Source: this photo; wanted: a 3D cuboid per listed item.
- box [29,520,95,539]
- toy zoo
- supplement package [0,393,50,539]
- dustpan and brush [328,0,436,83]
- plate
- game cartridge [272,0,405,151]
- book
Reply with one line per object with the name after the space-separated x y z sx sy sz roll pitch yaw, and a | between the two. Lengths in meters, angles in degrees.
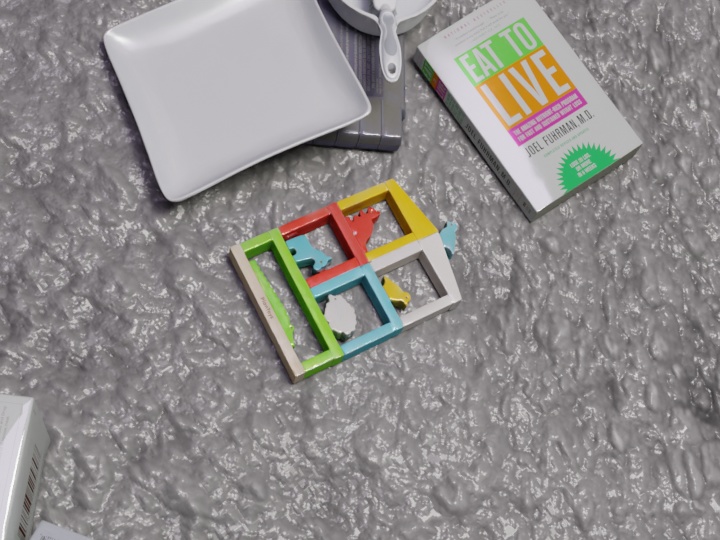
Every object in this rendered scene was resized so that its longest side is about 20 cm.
-0.162 0.290 0.706 0.197 0.097 0.178 16 52 11 | box
0.000 0.000 0.946 0.198 0.021 0.132 -24 72 -19 | toy zoo
-0.336 0.150 0.766 0.196 0.118 0.119 8 66 -7 | supplement package
0.022 -0.248 1.004 0.137 0.057 0.203 3 66 -9 | dustpan and brush
-0.113 -0.174 0.974 0.198 0.032 0.202 -24 66 -4 | plate
-0.020 -0.210 1.031 0.127 0.038 0.203 6 65 -12 | game cartridge
0.159 -0.162 1.038 0.133 0.048 0.201 -31 76 -17 | book
